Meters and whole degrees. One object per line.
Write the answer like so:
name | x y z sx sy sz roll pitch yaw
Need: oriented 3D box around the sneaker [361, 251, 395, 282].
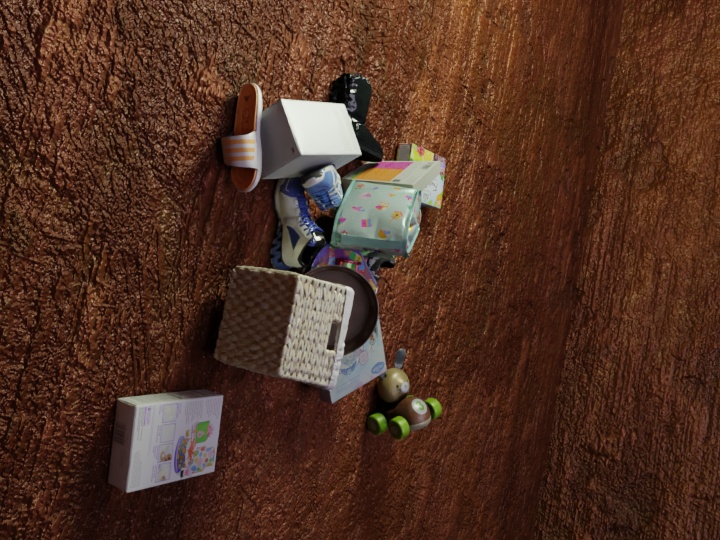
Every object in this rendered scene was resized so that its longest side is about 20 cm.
sneaker | 0.000 0.000 1.542 0.198 0.077 0.084 -28 81 -19

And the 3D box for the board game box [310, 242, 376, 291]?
board game box | -0.024 0.031 1.457 0.158 0.039 0.202 -45 120 -30

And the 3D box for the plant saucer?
plant saucer | -0.061 0.083 1.405 0.035 0.197 0.204 -117 -156 -75

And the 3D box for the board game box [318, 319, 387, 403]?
board game box | -0.028 0.172 1.530 0.199 0.043 0.202 -21 107 -45

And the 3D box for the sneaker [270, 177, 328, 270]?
sneaker | -0.118 -0.094 1.383 0.080 0.114 0.203 0 95 -56

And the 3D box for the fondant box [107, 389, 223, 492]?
fondant box | -0.341 0.296 1.181 0.199 0.058 0.147 7 90 -55

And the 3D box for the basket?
basket | -0.143 0.104 1.252 0.160 0.198 0.201 19 81 -52

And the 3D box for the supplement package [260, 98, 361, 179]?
supplement package | -0.112 -0.262 1.334 0.199 0.116 0.119 -14 84 -54

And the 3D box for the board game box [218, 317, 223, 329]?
board game box | -0.198 0.102 1.373 0.200 0.034 0.128 42 63 -50

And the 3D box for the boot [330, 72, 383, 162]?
boot | -0.001 -0.354 1.550 0.197 0.073 0.165 17 79 -54

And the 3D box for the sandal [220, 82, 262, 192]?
sandal | -0.228 -0.251 1.239 0.059 0.078 0.210 8 81 -54

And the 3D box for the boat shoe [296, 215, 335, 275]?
boat shoe | -0.106 -0.024 1.463 0.071 0.065 0.203 20 76 -19

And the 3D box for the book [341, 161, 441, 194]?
book | 0.073 -0.221 1.563 0.134 0.198 0.049 -44 129 -41

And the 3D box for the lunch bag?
lunch bag | 0.036 -0.098 1.411 0.201 0.168 0.123 -67 162 -56

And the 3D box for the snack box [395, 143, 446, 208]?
snack box | 0.163 -0.254 1.815 0.199 0.052 0.145 6 92 -55

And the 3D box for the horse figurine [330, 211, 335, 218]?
horse figurine | -0.027 -0.092 1.574 0.199 0.049 0.135 9 94 -53

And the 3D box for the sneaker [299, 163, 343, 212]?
sneaker | -0.070 -0.168 1.377 0.200 0.075 0.078 -3 74 -77

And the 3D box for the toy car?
toy car | 0.103 0.317 1.765 0.163 0.157 0.203 -17 99 -42
